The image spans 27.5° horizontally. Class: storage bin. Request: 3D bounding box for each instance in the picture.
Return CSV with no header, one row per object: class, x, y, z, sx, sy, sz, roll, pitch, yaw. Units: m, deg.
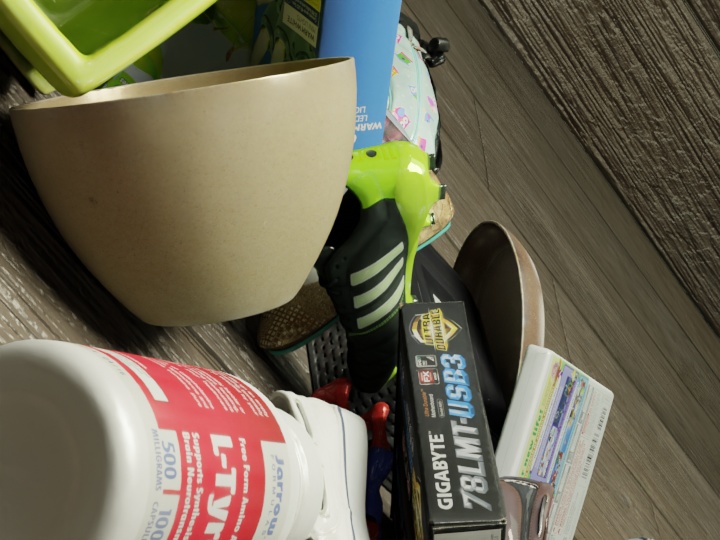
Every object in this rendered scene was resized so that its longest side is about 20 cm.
storage bin,0.034,0.064,1.135,0.135,0.093,0.201,45,22,-35

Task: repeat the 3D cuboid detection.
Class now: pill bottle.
pill bottle,-0.098,0.097,0.675,0.200,0.112,0.113,19,41,-63

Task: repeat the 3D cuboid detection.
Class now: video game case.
video game case,0.133,0.170,1.113,0.182,0.022,0.201,31,76,-62

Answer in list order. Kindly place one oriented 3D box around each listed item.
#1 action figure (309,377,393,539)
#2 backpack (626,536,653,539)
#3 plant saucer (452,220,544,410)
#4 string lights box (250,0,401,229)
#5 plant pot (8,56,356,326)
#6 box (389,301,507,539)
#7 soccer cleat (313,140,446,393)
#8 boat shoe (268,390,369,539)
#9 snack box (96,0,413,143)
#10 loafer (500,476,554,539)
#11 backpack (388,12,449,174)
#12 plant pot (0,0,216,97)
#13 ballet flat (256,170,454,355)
action figure,-0.003,0.162,0.937,0.065,0.052,0.201,40,26,-32
backpack,0.181,0.281,1.041,0.155,0.199,0.191,65,6,19
plant saucer,0.110,0.060,1.221,0.032,0.201,0.201,6,38,-15
string lights box,-0.026,-0.138,0.965,0.059,0.201,0.103,-7,30,-27
plant pot,-0.092,-0.044,0.855,0.200,0.199,0.135,-44,127,-73
box,0.051,0.157,0.925,0.201,0.049,0.199,-97,-173,-52
soccer cleat,0.000,0.000,0.965,0.068,0.080,0.201,-109,-158,-48
boat shoe,-0.036,0.151,0.851,0.065,0.074,0.200,26,29,-21
snack box,-0.075,-0.117,1.058,0.200,0.142,0.053,45,11,-34
loafer,0.107,0.225,0.946,0.072,0.063,0.201,95,-9,-61
backpack,-0.003,-0.131,1.308,0.126,0.167,0.201,25,34,-26
plant pot,-0.167,-0.227,0.873,0.199,0.200,0.181,53,-16,-12
ballet flat,-0.011,-0.018,1.056,0.200,0.070,0.066,-41,122,-36
